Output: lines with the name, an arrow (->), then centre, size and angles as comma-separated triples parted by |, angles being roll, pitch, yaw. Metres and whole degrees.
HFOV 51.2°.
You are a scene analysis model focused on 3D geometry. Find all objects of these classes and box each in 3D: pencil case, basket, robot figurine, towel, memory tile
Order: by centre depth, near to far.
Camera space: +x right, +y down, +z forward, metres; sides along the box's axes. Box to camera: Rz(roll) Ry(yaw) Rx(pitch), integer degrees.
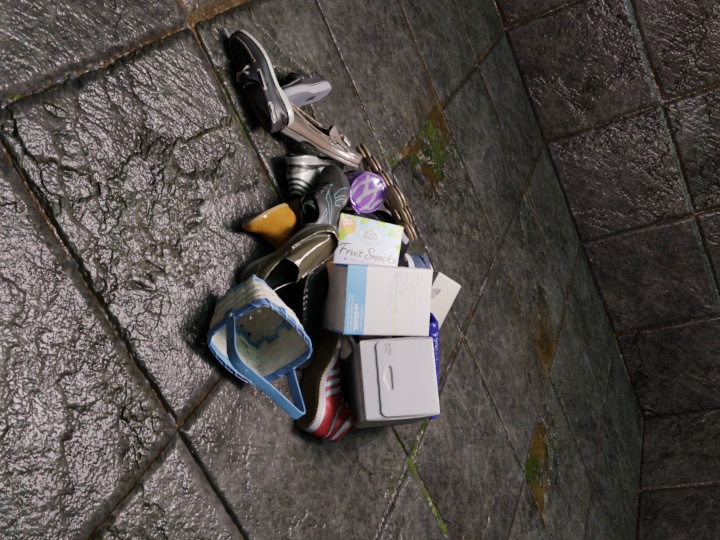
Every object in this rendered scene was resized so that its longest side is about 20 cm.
basket -> -0.155, 0.124, 1.194 | 0.177, 0.138, 0.201 | 51, 8, -35
pencil case -> -0.006, -0.163, 1.551 | 0.084, 0.085, 0.200 | 50, -5, -12
memory tile -> 0.053, -0.163, 1.556 | 0.201, 0.017, 0.154 | 57, -6, 39
towel -> 0.133, 0.194, 1.570 | 0.148, 0.049, 0.204 | -110, -160, -85
robot figurine -> 0.029, -0.068, 1.629 | 0.199, 0.148, 0.127 | -5, 97, -58

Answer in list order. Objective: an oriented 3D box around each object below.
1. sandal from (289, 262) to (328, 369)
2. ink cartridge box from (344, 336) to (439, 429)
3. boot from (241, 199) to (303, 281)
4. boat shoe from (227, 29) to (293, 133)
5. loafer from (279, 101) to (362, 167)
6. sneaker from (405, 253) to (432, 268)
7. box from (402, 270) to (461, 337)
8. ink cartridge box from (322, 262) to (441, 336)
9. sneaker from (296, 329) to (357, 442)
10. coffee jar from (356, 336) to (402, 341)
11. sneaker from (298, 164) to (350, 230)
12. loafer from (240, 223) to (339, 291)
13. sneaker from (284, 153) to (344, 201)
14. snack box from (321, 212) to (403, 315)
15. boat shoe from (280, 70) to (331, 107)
sandal -> -0.107, 0.078, 1.388 | 0.075, 0.047, 0.204 | 17, 84, -60
ink cartridge box -> 0.056, 0.218, 1.439 | 0.200, 0.142, 0.148 | 119, -33, -73
boot -> -0.135, -0.048, 1.390 | 0.201, 0.070, 0.146 | -30, 102, -64
boat shoe -> -0.199, -0.355, 1.420 | 0.060, 0.073, 0.202 | -35, 103, -38
loafer -> -0.077, -0.272, 1.505 | 0.197, 0.064, 0.072 | 23, 14, -18
sneaker -> 0.146, 0.057, 1.813 | 0.145, 0.080, 0.204 | 13, 61, -52
box -> 0.141, 0.104, 1.680 | 0.068, 0.082, 0.202 | 30, 86, -16
ink cartridge box -> 0.043, 0.054, 1.417 | 0.196, 0.128, 0.128 | 4, 91, -21
sneaker -> -0.053, 0.221, 1.415 | 0.112, 0.070, 0.203 | 40, 52, -39
coffee jar -> 0.057, 0.084, 1.646 | 0.105, 0.084, 0.202 | 55, 35, -33
sneaker -> -0.070, -0.130, 1.416 | 0.079, 0.074, 0.203 | 48, 39, -44
loafer -> -0.112, -0.010, 1.316 | 0.199, 0.069, 0.076 | -34, 126, -17
sneaker -> -0.096, -0.175, 1.537 | 0.200, 0.074, 0.118 | -9, 102, -64
snack box -> 0.000, 0.000, 1.496 | 0.140, 0.053, 0.204 | 11, 87, -23
boat shoe -> -0.128, -0.384, 1.561 | 0.067, 0.070, 0.200 | 55, 35, 0
